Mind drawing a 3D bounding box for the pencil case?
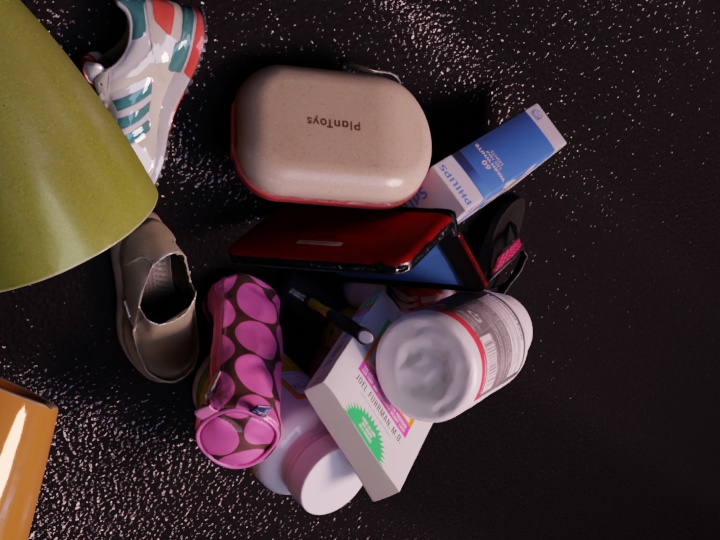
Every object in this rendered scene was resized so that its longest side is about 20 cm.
[{"bbox_3d":[-0.120,0.090,1.192,0.094,0.200,0.091,35,119,-29],"label":"pencil case"}]

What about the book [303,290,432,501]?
[{"bbox_3d":[0.017,0.121,1.233,0.048,0.200,0.134,-25,105,27],"label":"book"}]

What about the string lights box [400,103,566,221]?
[{"bbox_3d":[0.121,-0.099,1.289,0.200,0.059,0.103,-34,176,-43],"label":"string lights box"}]

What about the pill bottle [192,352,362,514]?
[{"bbox_3d":[-0.081,0.161,1.261,0.111,0.200,0.111,-21,130,-28],"label":"pill bottle"}]

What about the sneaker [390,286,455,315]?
[{"bbox_3d":[0.051,0.049,1.395,0.113,0.071,0.200,-46,140,-10],"label":"sneaker"}]

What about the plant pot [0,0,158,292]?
[{"bbox_3d":[-0.280,-0.115,0.941,0.187,0.187,0.201,-29,117,-22],"label":"plant pot"}]

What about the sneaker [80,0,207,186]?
[{"bbox_3d":[-0.206,-0.147,1.056,0.093,0.070,0.200,15,111,-26],"label":"sneaker"}]

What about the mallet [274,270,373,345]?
[{"bbox_3d":[-0.038,0.039,1.223,0.066,0.200,0.041,33,87,-16],"label":"mallet"}]

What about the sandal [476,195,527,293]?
[{"bbox_3d":[0.162,0.003,1.431,0.200,0.045,0.075,-64,150,-25],"label":"sandal"}]

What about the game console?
[{"bbox_3d":[0.000,0.000,1.205,0.172,0.199,0.119,-44,130,-51],"label":"game console"}]

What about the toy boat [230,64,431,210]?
[{"bbox_3d":[-0.034,-0.116,1.182,0.199,0.131,0.131,4,74,-17],"label":"toy boat"}]

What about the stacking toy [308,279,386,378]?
[{"bbox_3d":[-0.004,0.090,1.363,0.146,0.146,0.201,-5,101,-39],"label":"stacking toy"}]

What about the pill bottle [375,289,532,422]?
[{"bbox_3d":[0.106,0.079,1.252,0.200,0.111,0.111,-17,132,-61],"label":"pill bottle"}]

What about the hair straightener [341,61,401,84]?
[{"bbox_3d":[0.027,-0.143,1.274,0.077,0.041,0.200,-38,132,-14],"label":"hair straightener"}]

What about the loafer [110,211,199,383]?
[{"bbox_3d":[-0.195,0.039,1.178,0.076,0.068,0.200,-28,133,-24],"label":"loafer"}]

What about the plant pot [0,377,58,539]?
[{"bbox_3d":[-0.359,0.179,1.059,0.200,0.200,0.184,31,81,-47],"label":"plant pot"}]
